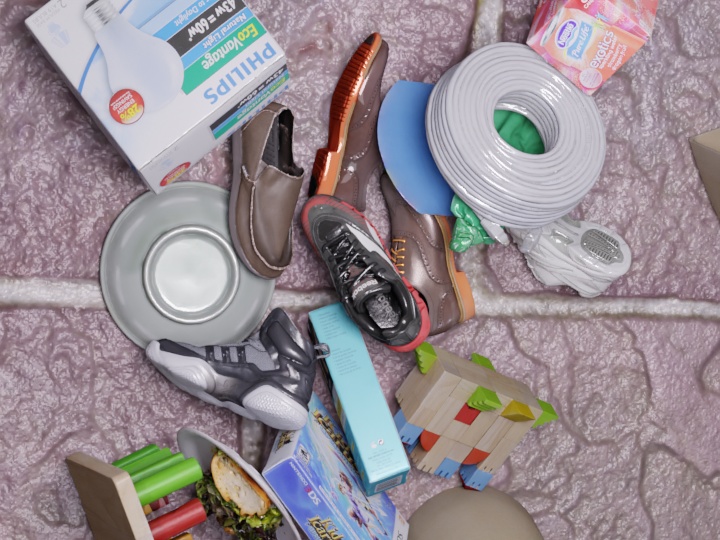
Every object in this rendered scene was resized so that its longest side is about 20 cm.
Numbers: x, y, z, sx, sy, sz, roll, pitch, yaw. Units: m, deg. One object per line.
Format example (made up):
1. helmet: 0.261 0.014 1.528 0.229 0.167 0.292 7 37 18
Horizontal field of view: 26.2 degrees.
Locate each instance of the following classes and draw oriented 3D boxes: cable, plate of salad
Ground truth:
1. cable: 0.164 -0.145 1.637 0.200 0.069 0.200 44 59 1
2. plate of salad: -0.136 0.252 1.666 0.048 0.200 0.201 -43 102 -24

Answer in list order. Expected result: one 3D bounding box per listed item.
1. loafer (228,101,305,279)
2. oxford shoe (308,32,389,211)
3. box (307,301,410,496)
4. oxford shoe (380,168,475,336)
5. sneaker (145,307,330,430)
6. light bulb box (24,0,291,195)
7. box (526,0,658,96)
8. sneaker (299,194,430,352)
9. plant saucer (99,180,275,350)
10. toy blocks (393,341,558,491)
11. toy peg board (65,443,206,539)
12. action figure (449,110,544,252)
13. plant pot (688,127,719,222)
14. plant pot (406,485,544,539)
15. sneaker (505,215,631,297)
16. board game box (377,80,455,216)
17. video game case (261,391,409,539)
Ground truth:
1. loafer: -0.100 -0.091 1.686 0.073 0.070 0.203 -7 93 -47
2. oxford shoe: 0.003 -0.163 1.723 0.072 0.071 0.202 15 102 -16
3. box: -0.003 0.140 1.701 0.049 0.082 0.202 -18 73 -8
4. oxford shoe: 0.062 -0.021 1.736 0.072 0.071 0.202 -29 101 -23
5. sneaker: -0.129 0.091 1.679 0.198 0.076 0.115 20 70 18
6. light bulb box: -0.207 -0.225 1.619 0.198 0.125 0.201 -39 83 -5
7. box: 0.260 -0.297 1.683 0.094 0.201 0.103 37 129 -12
8. sneaker: 0.000 0.000 1.661 0.071 0.098 0.201 -36 83 9
9. plant saucer: -0.188 0.003 1.707 0.197 0.050 0.203 -1 95 -12
10. toy blocks: 0.106 0.173 1.756 0.199 0.100 0.137 24 113 -32
11. toy peg board: -0.216 0.284 1.662 0.097 0.200 0.201 -23 99 -23
12. action figure: 0.147 -0.091 1.676 0.118 0.055 0.201 42 54 -8
13. plant pot: 0.520 -0.077 1.775 0.198 0.200 0.179 -18 109 -9
14. plant pot: 0.146 0.356 1.731 0.185 0.200 0.190 -1 96 -10
15. sneaker: 0.205 -0.032 1.769 0.199 0.100 0.078 37 50 9
16. board game box: 0.101 -0.126 1.725 0.198 0.039 0.160 3 69 -25
17. video game case: -0.022 0.253 1.695 0.045 0.181 0.201 -32 102 13
